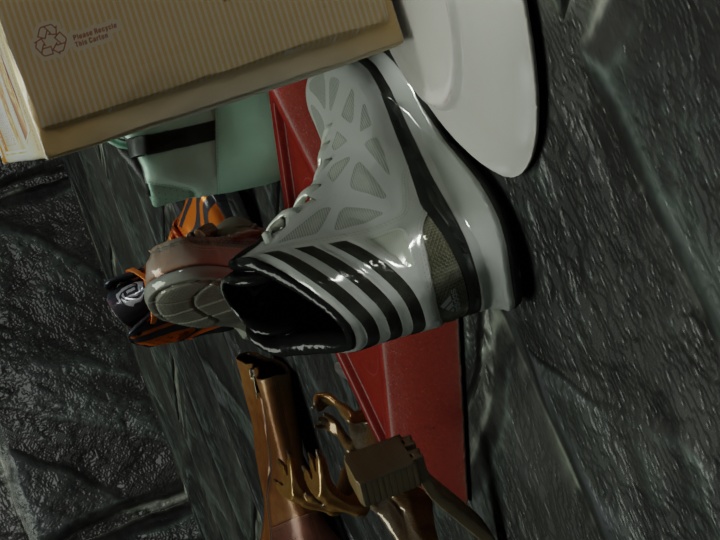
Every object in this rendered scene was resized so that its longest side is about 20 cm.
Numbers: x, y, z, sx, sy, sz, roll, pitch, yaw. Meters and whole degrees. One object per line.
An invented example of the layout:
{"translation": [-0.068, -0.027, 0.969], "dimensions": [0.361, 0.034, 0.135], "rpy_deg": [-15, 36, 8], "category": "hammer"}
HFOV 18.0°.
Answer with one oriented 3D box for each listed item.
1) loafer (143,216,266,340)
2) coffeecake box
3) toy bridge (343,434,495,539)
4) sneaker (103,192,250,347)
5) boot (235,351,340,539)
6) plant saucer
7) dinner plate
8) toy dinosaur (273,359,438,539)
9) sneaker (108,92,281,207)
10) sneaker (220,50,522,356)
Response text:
{"translation": [-0.070, -0.001, 1.303], "dimensions": [0.200, 0.072, 0.063], "rpy_deg": [22, -126, -64], "category": "loafer"}
{"translation": [-0.085, -0.102, 0.977], "dimensions": [0.200, 0.153, 0.073], "rpy_deg": [-173, 64, -76], "category": "coffeecake box"}
{"translation": [0.044, 0.167, 1.168], "dimensions": [0.027, 0.067, 0.201], "rpy_deg": [-125, 17, -55], "category": "toy bridge"}
{"translation": [-0.131, 0.001, 1.654], "dimensions": [0.200, 0.112, 0.078], "rpy_deg": [87, 160, -57], "category": "sneaker"}
{"translation": [-0.072, 0.163, 1.765], "dimensions": [0.188, 0.068, 0.201], "rpy_deg": [-162, 55, -78], "category": "boot"}
{"translation": [0.000, 0.000, 1.189], "dimensions": [0.200, 0.037, 0.200], "rpy_deg": [84, 163, -52], "category": "plant saucer"}
{"translation": [0.021, -0.129, 0.885], "dimensions": [0.200, 0.024, 0.201], "rpy_deg": [160, 90, -79], "category": "dinner plate"}
{"translation": [0.017, 0.119, 1.230], "dimensions": [0.060, 0.106, 0.201], "rpy_deg": [-59, 42, 48], "category": "toy dinosaur"}
{"translation": [-0.111, -0.134, 1.297], "dimensions": [0.074, 0.118, 0.201], "rpy_deg": [100, 150, -73], "category": "sneaker"}
{"translation": [-0.017, -0.033, 0.994], "dimensions": [0.201, 0.115, 0.076], "rpy_deg": [-123, 17, -55], "category": "sneaker"}
